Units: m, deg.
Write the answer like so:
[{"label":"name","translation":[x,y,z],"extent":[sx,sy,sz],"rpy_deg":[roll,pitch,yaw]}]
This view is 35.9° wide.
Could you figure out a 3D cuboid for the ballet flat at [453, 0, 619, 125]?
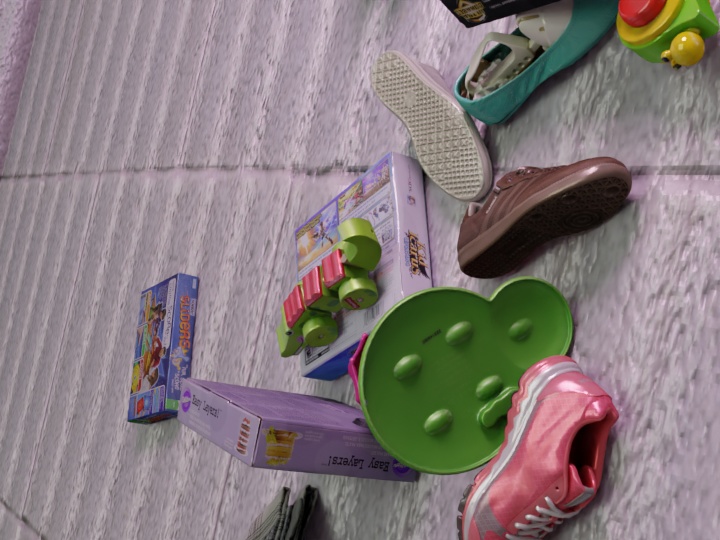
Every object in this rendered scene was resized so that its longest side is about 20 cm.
[{"label":"ballet flat","translation":[0.153,-0.203,1.002],"extent":[0.200,0.070,0.068],"rpy_deg":[-42,42,42]}]

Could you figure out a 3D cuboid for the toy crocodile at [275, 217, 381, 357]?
[{"label":"toy crocodile","translation":[-0.037,0.022,1.142],"extent":[0.200,0.061,0.068],"rpy_deg":[-46,43,41]}]

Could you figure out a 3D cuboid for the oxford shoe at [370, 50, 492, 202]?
[{"label":"oxford shoe","translation":[0.080,-0.148,1.119],"extent":[0.075,0.058,0.201],"rpy_deg":[-51,54,25]}]

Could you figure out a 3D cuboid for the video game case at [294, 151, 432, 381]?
[{"label":"video game case","translation":[0.000,0.000,1.192],"extent":[0.200,0.045,0.183],"rpy_deg":[-35,51,47]}]

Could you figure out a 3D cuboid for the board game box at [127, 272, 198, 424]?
[{"label":"board game box","translation":[-0.289,0.116,1.622],"extent":[0.135,0.034,0.202],"rpy_deg":[-21,61,53]}]

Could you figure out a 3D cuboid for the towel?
[{"label":"towel","translation":[-0.127,0.334,1.182],"extent":[0.200,0.034,0.193],"rpy_deg":[-47,12,28]}]

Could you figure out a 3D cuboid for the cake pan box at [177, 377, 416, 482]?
[{"label":"cake pan box","translation":[-0.065,0.155,1.103],"extent":[0.200,0.183,0.053],"rpy_deg":[12,89,58]}]

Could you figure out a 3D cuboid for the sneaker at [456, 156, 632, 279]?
[{"label":"sneaker","translation":[0.147,-0.063,0.956],"extent":[0.200,0.070,0.076],"rpy_deg":[-34,50,48]}]

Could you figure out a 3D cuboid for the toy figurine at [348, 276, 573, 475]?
[{"label":"toy figurine","translation":[0.066,0.079,0.984],"extent":[0.151,0.199,0.184],"rpy_deg":[59,165,-6]}]

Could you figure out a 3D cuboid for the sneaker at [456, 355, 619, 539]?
[{"label":"sneaker","translation":[0.140,0.171,0.872],"extent":[0.087,0.073,0.201],"rpy_deg":[33,108,53]}]

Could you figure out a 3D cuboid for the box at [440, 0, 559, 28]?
[{"label":"box","translation":[0.180,-0.314,0.960],"extent":[0.198,0.050,0.201],"rpy_deg":[-1,54,60]}]

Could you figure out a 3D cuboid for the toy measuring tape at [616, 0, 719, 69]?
[{"label":"toy measuring tape","translation":[0.232,-0.227,0.891],"extent":[0.074,0.073,0.201],"rpy_deg":[-48,34,38]}]
